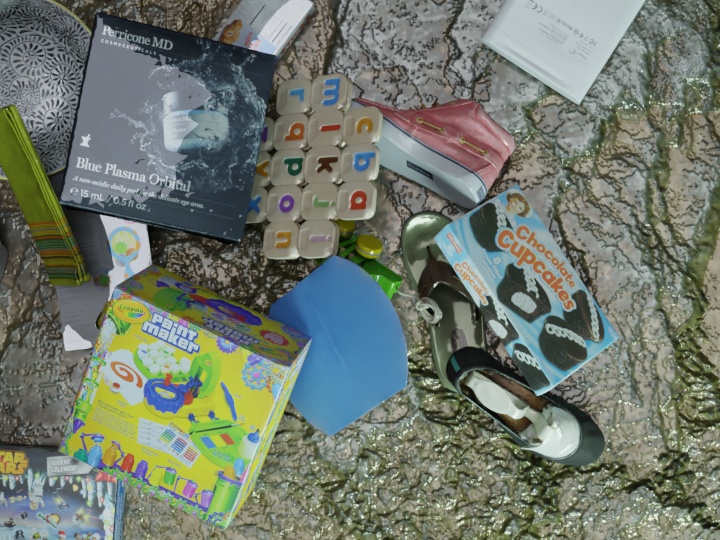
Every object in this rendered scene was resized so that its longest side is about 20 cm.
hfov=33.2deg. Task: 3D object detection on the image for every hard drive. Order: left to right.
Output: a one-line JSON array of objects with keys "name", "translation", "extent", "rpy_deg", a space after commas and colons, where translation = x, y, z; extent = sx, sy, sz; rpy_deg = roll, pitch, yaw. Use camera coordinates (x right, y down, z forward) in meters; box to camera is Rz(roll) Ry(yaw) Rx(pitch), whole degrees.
[{"name": "hard drive", "translation": [0.242, -0.305, 1.341], "extent": [0.131, 0.027, 0.202], "rpy_deg": [33, 91, 7]}]

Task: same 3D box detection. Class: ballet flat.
[{"name": "ballet flat", "translation": [0.174, 0.155, 1.278], "extent": [0.198, 0.068, 0.069], "rpy_deg": [31, 102, -4]}]

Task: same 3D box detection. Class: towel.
[{"name": "towel", "translation": [-0.351, -0.076, 1.292], "extent": [0.018, 0.085, 0.203], "rpy_deg": [-31, 108, -37]}]

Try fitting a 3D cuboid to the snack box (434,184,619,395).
[{"name": "snack box", "translation": [0.178, 0.018, 1.290], "extent": [0.115, 0.037, 0.201], "rpy_deg": [-29, 82, -34]}]

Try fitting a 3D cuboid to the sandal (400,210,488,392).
[{"name": "sandal", "translation": [0.099, 0.031, 1.317], "extent": [0.079, 0.057, 0.204], "rpy_deg": [-16, 85, 5]}]

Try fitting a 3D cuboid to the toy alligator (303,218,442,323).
[{"name": "toy alligator", "translation": [0.000, 0.000, 1.308], "extent": [0.199, 0.054, 0.060], "rpy_deg": [38, 126, 24]}]

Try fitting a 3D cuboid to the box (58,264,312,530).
[{"name": "box", "translation": [-0.183, 0.130, 1.282], "extent": [0.197, 0.122, 0.195], "rpy_deg": [24, 105, 5]}]

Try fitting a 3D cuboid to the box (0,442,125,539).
[{"name": "box", "translation": [-0.365, 0.267, 1.359], "extent": [0.196, 0.040, 0.140], "rpy_deg": [2, 85, 6]}]

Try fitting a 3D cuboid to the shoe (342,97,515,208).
[{"name": "shoe", "translation": [0.071, -0.153, 1.332], "extent": [0.198, 0.072, 0.091], "rpy_deg": [31, 69, 17]}]

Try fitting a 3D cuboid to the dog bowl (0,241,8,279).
[{"name": "dog bowl", "translation": [-0.507, -0.034, 1.386], "extent": [0.196, 0.059, 0.204], "rpy_deg": [0, 86, 5]}]

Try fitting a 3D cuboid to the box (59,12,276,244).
[{"name": "box", "translation": [-0.206, -0.147, 1.288], "extent": [0.193, 0.117, 0.204], "rpy_deg": [11, 89, -11]}]

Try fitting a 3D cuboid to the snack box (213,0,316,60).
[{"name": "snack box", "translation": [-0.138, -0.243, 1.378], "extent": [0.072, 0.024, 0.201], "rpy_deg": [37, 90, 6]}]

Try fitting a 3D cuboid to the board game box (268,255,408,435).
[{"name": "board game box", "translation": [-0.017, 0.077, 1.308], "extent": [0.199, 0.039, 0.160], "rpy_deg": [-38, 75, 39]}]

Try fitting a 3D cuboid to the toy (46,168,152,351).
[{"name": "toy", "translation": [-0.290, -0.017, 1.368], "extent": [0.113, 0.047, 0.204], "rpy_deg": [-8, 90, 2]}]

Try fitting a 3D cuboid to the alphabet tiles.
[{"name": "alphabet tiles", "translation": [-0.058, -0.113, 1.322], "extent": [0.193, 0.015, 0.204], "rpy_deg": [-2, 79, 35]}]

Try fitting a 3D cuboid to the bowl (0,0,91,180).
[{"name": "bowl", "translation": [-0.383, -0.206, 1.353], "extent": [0.197, 0.094, 0.205], "rpy_deg": [-3, 100, -16]}]
